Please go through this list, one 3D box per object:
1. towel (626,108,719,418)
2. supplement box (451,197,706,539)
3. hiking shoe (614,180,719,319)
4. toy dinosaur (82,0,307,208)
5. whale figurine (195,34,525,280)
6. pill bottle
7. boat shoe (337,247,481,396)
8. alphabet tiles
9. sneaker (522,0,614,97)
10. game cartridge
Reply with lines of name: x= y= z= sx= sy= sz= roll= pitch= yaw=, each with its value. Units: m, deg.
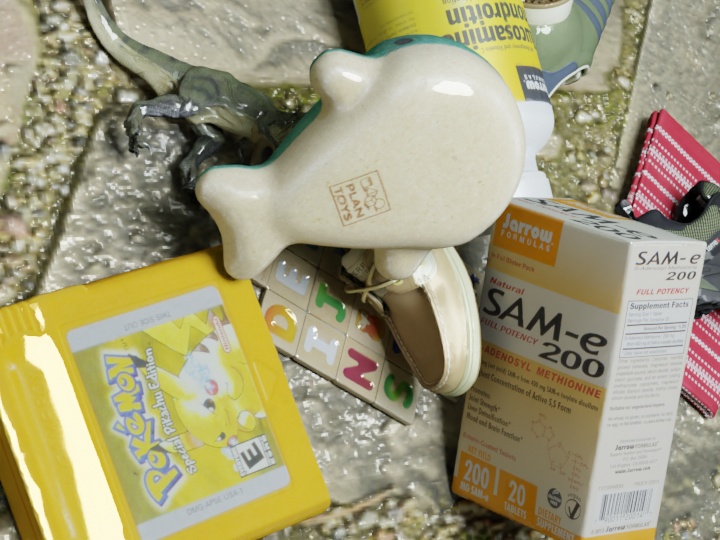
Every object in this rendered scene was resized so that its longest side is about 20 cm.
towel: x=0.243 y=-0.008 z=1.544 sx=0.145 sy=0.022 sz=0.200 roll=39 pitch=55 yaw=-25
supplement box: x=0.136 y=0.063 z=1.302 sx=0.073 sy=0.126 sz=0.201 roll=-1 pitch=104 yaw=-40
hiking shoe: x=0.281 y=-0.022 z=1.506 sx=0.199 sy=0.076 sz=0.101 roll=-5 pitch=76 yaw=-32
toy dinosaur: x=-0.105 y=-0.097 z=1.271 sx=0.200 sy=0.047 sz=0.088 roll=29 pitch=63 yaw=-14
whale figurine: x=-0.002 y=-0.068 z=1.245 sx=0.104 sy=0.199 sz=0.159 roll=-116 pitch=-177 yaw=-60
pill bottle: x=0.066 y=-0.127 z=1.380 sx=0.112 sy=0.112 sz=0.201 roll=-7 pitch=78 yaw=-41
boat shoe: x=0.016 y=-0.010 z=1.317 sx=0.066 sy=0.074 sz=0.201 roll=-7 pitch=67 yaw=-36
alphabet tiles: x=0.000 y=0.000 z=1.347 sx=0.200 sy=0.006 sz=0.167 roll=32 pitch=56 yaw=-27
sneaker: x=0.146 y=-0.183 z=1.507 sx=0.200 sy=0.067 sz=0.090 roll=-46 pitch=143 yaw=-59
game cartridge: x=-0.123 y=0.088 z=1.194 sx=0.200 sy=0.032 sz=0.177 roll=-18 pitch=85 yaw=-44
